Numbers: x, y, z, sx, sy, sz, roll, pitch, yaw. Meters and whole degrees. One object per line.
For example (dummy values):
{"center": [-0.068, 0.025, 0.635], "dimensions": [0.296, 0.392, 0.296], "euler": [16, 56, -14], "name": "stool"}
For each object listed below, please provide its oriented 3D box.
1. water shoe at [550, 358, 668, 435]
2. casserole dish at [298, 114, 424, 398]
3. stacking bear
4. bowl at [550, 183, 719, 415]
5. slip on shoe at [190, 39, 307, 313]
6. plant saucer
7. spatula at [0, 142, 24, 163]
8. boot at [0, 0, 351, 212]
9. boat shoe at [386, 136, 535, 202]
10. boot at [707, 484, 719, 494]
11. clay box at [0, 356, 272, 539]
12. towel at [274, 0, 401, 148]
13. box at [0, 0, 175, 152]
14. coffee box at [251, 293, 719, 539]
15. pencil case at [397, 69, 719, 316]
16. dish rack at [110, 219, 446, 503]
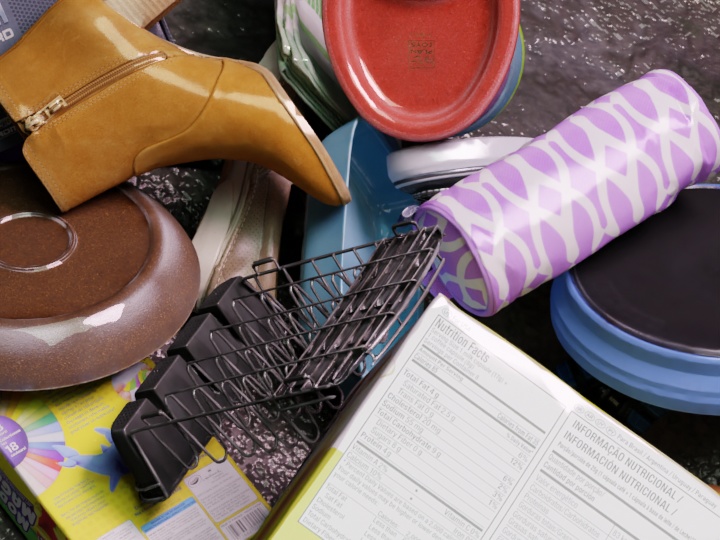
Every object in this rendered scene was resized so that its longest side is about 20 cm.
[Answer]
{"center": [0.159, 0.067, 1.501], "dimensions": [0.200, 0.079, 0.072], "euler": [-34, 74, -34], "name": "water shoe"}
{"center": [0.000, 0.000, 1.478], "dimensions": [0.039, 0.121, 0.200], "euler": [-12, 52, 21], "name": "casserole dish"}
{"center": [0.056, -0.144, 1.551], "dimensions": [0.121, 0.200, 0.114], "euler": [1, 97, 12], "name": "stacking bear"}
{"center": [0.216, 0.012, 1.482], "dimensions": [0.200, 0.039, 0.201], "euler": [0, 36, 0], "name": "bowl"}
{"center": [-0.055, -0.056, 1.504], "dimensions": [0.060, 0.076, 0.200], "euler": [16, 56, 5], "name": "slip on shoe"}
{"center": [-0.192, -0.007, 1.408], "dimensions": [0.200, 0.032, 0.200], "euler": [3, 39, -2], "name": "plant saucer"}
{"center": [-0.173, -0.083, 1.516], "dimensions": [0.199, 0.021, 0.057], "euler": [3, 61, -20], "name": "spatula"}
{"center": [-0.116, -0.077, 1.420], "dimensions": [0.144, 0.071, 0.201], "euler": [-41, 88, -4], "name": "boot"}
{"center": [0.104, -0.043, 1.536], "dimensions": [0.200, 0.072, 0.071], "euler": [4, 82, -35], "name": "boat shoe"}
{"center": [0.241, 0.214, 1.440], "dimensions": [0.154, 0.074, 0.200], "euler": [-2, 61, -26], "name": "boot"}
{"center": [-0.153, 0.103, 1.384], "dimensions": [0.115, 0.048, 0.200], "euler": [-29, 69, -34], "name": "clay box"}
{"center": [-0.011, -0.169, 1.573], "dimensions": [0.153, 0.023, 0.200], "euler": [45, 33, -45], "name": "towel"}
{"center": [-0.227, -0.152, 1.448], "dimensions": [0.200, 0.051, 0.158], "euler": [-26, 100, -14], "name": "box"}
{"center": [0.048, 0.165, 1.275], "dimensions": [0.200, 0.200, 0.198], "euler": [35, 70, -1], "name": "coffee box"}
{"center": [0.126, -0.045, 1.467], "dimensions": [0.200, 0.086, 0.084], "euler": [-29, 70, -18], "name": "pencil case"}
{"center": [-0.037, 0.045, 1.314], "dimensions": [0.055, 0.200, 0.154], "euler": [53, 46, -22], "name": "dish rack"}
